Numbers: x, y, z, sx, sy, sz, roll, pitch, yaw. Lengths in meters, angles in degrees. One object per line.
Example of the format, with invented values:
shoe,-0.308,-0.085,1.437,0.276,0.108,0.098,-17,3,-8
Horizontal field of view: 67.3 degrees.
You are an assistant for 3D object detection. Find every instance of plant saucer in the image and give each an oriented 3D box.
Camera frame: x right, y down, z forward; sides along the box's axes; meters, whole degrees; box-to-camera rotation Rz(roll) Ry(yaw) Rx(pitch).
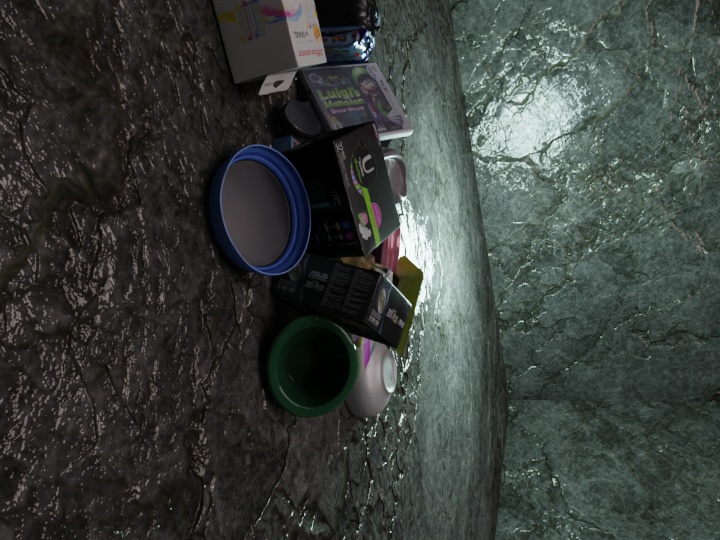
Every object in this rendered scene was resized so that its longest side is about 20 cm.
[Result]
plant saucer,0.083,0.075,1.307,0.200,0.047,0.205,-124,-133,-74
plant saucer,0.056,-0.064,1.281,0.200,0.050,0.206,-176,-90,-81

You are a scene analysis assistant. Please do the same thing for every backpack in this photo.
backpack,-0.047,-0.486,1.089,0.200,0.178,0.138,-25,117,-78

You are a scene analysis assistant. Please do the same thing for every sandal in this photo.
sandal,-0.109,-0.287,1.039,0.077,0.042,0.201,54,21,-10

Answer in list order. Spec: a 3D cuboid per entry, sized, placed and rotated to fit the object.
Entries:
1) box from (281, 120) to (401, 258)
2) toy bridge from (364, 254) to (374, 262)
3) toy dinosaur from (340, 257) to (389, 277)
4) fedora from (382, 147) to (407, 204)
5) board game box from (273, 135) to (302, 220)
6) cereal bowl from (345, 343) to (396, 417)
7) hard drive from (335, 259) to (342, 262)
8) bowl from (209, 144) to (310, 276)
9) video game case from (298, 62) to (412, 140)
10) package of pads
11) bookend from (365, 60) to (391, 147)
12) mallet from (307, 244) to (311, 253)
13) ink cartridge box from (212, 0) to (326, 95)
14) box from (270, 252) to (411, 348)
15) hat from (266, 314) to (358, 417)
box,-0.030,-0.142,0.975,0.148,0.122,0.204,-41,121,-49
toy bridge,0.005,0.048,1.236,0.067,0.027,0.203,-31,138,-25
toy dinosaur,0.000,0.000,1.034,0.059,0.100,0.200,-55,-176,18
fedora,0.039,-0.196,1.124,0.199,0.089,0.181,30,62,-54
board game box,-0.100,-0.150,1.048,0.199,0.039,0.157,20,68,-66
cereal bowl,0.031,0.233,1.242,0.199,0.081,0.205,-6,90,-68
hard drive,-0.034,-0.130,1.119,0.132,0.025,0.205,-35,118,-65
bowl,-0.156,-0.092,0.855,0.199,0.039,0.206,13,74,-54
video game case,-0.007,-0.344,1.110,0.197,0.023,0.185,-18,73,-33
package of pads,0.007,0.103,1.129,0.156,0.067,0.202,87,24,-54
bookend,-0.018,-0.344,1.224,0.200,0.090,0.202,57,43,-35
mallet,-0.065,0.016,1.113,0.066,0.040,0.204,-54,131,-56
ink cartridge box,-0.145,-0.399,0.878,0.129,0.122,0.204,-50,130,-60
box,-0.031,0.051,0.958,0.164,0.196,0.088,43,65,-57
hat,-0.105,0.160,0.985,0.175,0.163,0.204,21,-48,65
